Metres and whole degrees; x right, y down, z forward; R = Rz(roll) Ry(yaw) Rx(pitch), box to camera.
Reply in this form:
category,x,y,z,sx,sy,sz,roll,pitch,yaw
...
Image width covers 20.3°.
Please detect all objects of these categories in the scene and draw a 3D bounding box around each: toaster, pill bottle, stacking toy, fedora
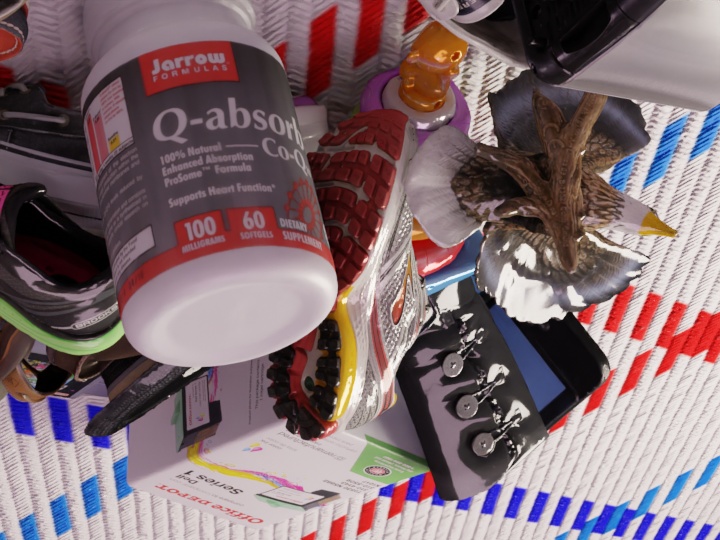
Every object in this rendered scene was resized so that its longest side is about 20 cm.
category,x,y,z,sx,sy,sz,roll,pitch,yaw
toaster,0.154,-0.188,0.960,0.118,0.201,0.181,8,146,-32
pill bottle,-0.087,-0.061,1.077,0.115,0.201,0.116,-12,155,-6
stacking toy,0.030,-0.081,1.239,0.115,0.110,0.201,-21,148,-27
fedora,-0.126,0.024,1.315,0.200,0.092,0.201,-37,177,-2

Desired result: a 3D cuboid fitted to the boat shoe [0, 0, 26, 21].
category,x,y,z,sx,sy,sz,roll,pitch,yaw
boat shoe,-0.256,-0.143,0.968,0.198,0.069,0.075,-13,154,-5

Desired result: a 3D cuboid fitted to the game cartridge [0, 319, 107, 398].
category,x,y,z,sx,sy,sz,roll,pitch,yaw
game cartridge,-0.217,0.044,1.415,0.129,0.039,0.199,-37,147,31

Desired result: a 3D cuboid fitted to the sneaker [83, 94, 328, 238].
category,x,y,z,sx,sy,sz,roll,pitch,yaw
sneaker,-0.105,-0.036,1.228,0.198,0.100,0.075,-17,-174,6

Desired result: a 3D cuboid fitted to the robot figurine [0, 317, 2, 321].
category,x,y,z,sx,sy,sz,roll,pitch,yaw
robot figurine,-0.301,0.020,1.224,0.199,0.145,0.117,-21,-167,12

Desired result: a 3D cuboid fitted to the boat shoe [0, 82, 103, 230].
category,x,y,z,sx,sy,sz,roll,pitch,yaw
boat shoe,-0.194,-0.071,1.155,0.198,0.071,0.072,13,161,-12

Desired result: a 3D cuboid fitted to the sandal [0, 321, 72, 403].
category,x,y,z,sx,sy,sz,roll,pitch,yaw
sandal,-0.201,0.047,1.273,0.054,0.082,0.200,37,146,-7

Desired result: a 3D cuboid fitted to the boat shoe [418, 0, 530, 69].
category,x,y,z,sx,sy,sz,roll,pitch,yaw
boat shoe,0.054,-0.167,1.098,0.072,0.066,0.200,-23,154,16

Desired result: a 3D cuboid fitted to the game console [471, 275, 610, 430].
category,x,y,z,sx,sy,sz,roll,pitch,yaw
game console,0.062,0.077,1.549,0.116,0.176,0.200,-32,170,-40

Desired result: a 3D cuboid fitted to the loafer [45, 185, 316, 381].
category,x,y,z,sx,sy,sz,roll,pitch,yaw
loafer,-0.099,0.018,1.171,0.199,0.071,0.073,-32,176,24

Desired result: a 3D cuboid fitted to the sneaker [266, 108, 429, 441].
category,x,y,z,sx,sy,sz,roll,pitch,yaw
sneaker,0.000,0.000,1.206,0.082,0.078,0.202,-5,114,-45

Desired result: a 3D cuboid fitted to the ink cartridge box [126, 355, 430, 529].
category,x,y,z,sx,sy,sz,roll,pitch,yaw
ink cartridge box,-0.063,0.122,1.540,0.199,0.085,0.144,-24,144,39

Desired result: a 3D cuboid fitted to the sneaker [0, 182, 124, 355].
category,x,y,z,sx,sy,sz,roll,pitch,yaw
sneaker,-0.212,-0.025,1.101,0.199,0.077,0.084,20,133,-11

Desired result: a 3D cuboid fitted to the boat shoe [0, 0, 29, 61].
category,x,y,z,sx,sy,sz,roll,pitch,yaw
boat shoe,-0.267,-0.110,1.040,0.198,0.063,0.071,-8,152,-19

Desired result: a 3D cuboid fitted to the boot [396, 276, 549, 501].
category,x,y,z,sx,sy,sz,roll,pitch,yaw
boot,0.034,0.084,1.451,0.164,0.066,0.201,-28,123,-7

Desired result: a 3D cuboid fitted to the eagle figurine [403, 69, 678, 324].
category,x,y,z,sx,sy,sz,roll,pitch,yaw
eagle figurine,0.122,-0.046,1.217,0.151,0.151,0.200,-39,179,5
